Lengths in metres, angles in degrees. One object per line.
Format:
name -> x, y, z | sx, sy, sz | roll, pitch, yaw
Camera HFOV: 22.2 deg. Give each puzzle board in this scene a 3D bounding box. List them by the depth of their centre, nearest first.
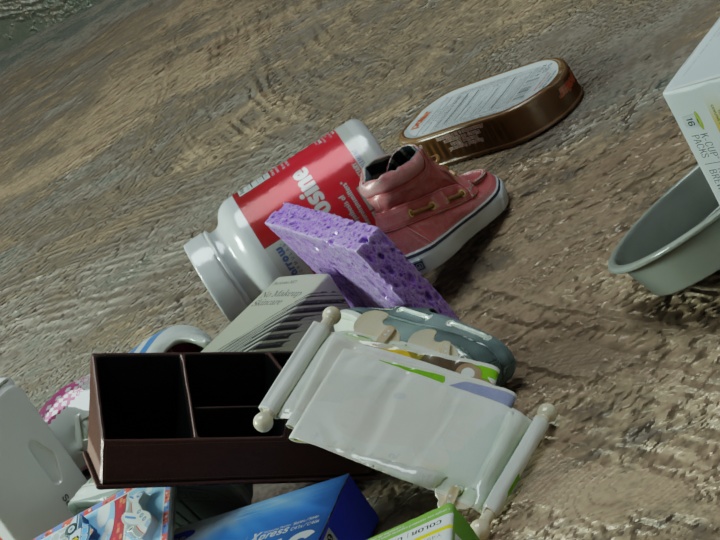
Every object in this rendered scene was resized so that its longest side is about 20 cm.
puzzle board -> -0.193, 0.232, 1.253 | 0.150, 0.017, 0.200 | -29, 33, 18

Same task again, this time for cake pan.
cake pan -> 0.260, -0.052, 1.273 | 0.200, 0.037, 0.200 | -40, 5, 4

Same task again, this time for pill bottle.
pill bottle -> -0.056, -0.041, 1.677 | 0.200, 0.112, 0.112 | -33, 20, -1

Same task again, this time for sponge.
sponge -> 0.000, 0.000, 1.496 | 0.030, 0.112, 0.200 | -47, 23, -11

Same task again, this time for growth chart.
growth chart -> 0.031, 0.092, 1.230 | 0.199, 0.018, 0.145 | 22, 46, 24

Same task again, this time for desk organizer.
desk organizer -> -0.091, 0.103, 1.295 | 0.199, 0.077, 0.072 | 0, 14, -17

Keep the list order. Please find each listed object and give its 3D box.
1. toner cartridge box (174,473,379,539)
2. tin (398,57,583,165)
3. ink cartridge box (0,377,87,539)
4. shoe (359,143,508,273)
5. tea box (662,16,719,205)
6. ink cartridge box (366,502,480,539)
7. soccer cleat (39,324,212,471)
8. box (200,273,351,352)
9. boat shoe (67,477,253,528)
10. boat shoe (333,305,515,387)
toner cartridge box -> -0.090, 0.207, 1.250 | 0.199, 0.043, 0.095 | -21, 22, 29
tin -> 0.124, -0.153, 1.785 | 0.200, 0.042, 0.112 | -15, 22, 40
ink cartridge box -> -0.327, 0.173, 1.528 | 0.200, 0.146, 0.084 | -9, 30, 49
shoe -> 0.063, -0.070, 1.559 | 0.071, 0.091, 0.200 | -16, 14, 29
tea box -> 0.320, -0.075, 1.071 | 0.196, 0.200, 0.134 | -10, 29, 44
ink cartridge box -> 0.003, 0.234, 1.000 | 0.147, 0.076, 0.200 | -27, 19, 15
soccer cleat -> -0.208, 0.114, 1.599 | 0.200, 0.070, 0.086 | -39, 21, -19
box -> -0.092, 0.089, 1.488 | 0.082, 0.069, 0.200 | -5, 34, 51
boat shoe -> -0.147, 0.162, 1.389 | 0.202, 0.074, 0.065 | -18, 37, 51
boat shoe -> 0.044, 0.062, 1.368 | 0.062, 0.073, 0.200 | -25, 19, -22
